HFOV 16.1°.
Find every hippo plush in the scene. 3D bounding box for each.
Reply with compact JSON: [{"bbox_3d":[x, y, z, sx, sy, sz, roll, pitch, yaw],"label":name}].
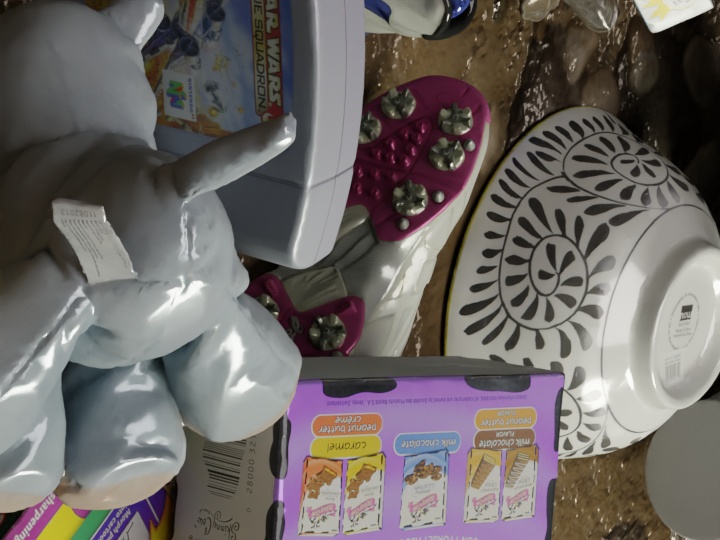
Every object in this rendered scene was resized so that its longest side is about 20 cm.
[{"bbox_3d":[-0.121,-0.018,0.946,0.158,0.161,0.201,-23,147,-14],"label":"hippo plush"}]

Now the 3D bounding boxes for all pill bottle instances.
[{"bbox_3d":[0.254,0.127,1.533,0.199,0.111,0.112,13,93,-54],"label":"pill bottle"}]

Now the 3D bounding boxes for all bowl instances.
[{"bbox_3d":[0.139,0.020,1.352,0.200,0.094,0.202,-23,120,-47],"label":"bowl"}]

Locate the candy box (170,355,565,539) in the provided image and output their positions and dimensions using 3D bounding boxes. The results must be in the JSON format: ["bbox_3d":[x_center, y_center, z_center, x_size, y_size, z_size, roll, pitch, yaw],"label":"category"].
[{"bbox_3d":[0.000,0.140,1.084,0.167,0.071,0.202,2,95,-43],"label":"candy box"}]

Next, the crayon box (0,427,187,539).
[{"bbox_3d":[-0.111,0.132,1.063,0.200,0.058,0.173,-56,138,-35],"label":"crayon box"}]

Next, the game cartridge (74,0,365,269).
[{"bbox_3d":[-0.059,-0.104,1.002,0.041,0.133,0.202,-25,122,-44],"label":"game cartridge"}]

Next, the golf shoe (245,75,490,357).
[{"bbox_3d":[0.000,0.000,1.189,0.201,0.075,0.092,-57,156,-19],"label":"golf shoe"}]

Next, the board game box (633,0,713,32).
[{"bbox_3d":[0.106,-0.225,1.197,0.200,0.034,0.135,53,21,-49],"label":"board game box"}]

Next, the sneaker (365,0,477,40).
[{"bbox_3d":[0.001,-0.161,1.076,0.081,0.115,0.199,-63,143,-16],"label":"sneaker"}]

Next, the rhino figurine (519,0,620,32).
[{"bbox_3d":[0.080,-0.170,1.213,0.060,0.088,0.200,-32,149,18],"label":"rhino figurine"}]
